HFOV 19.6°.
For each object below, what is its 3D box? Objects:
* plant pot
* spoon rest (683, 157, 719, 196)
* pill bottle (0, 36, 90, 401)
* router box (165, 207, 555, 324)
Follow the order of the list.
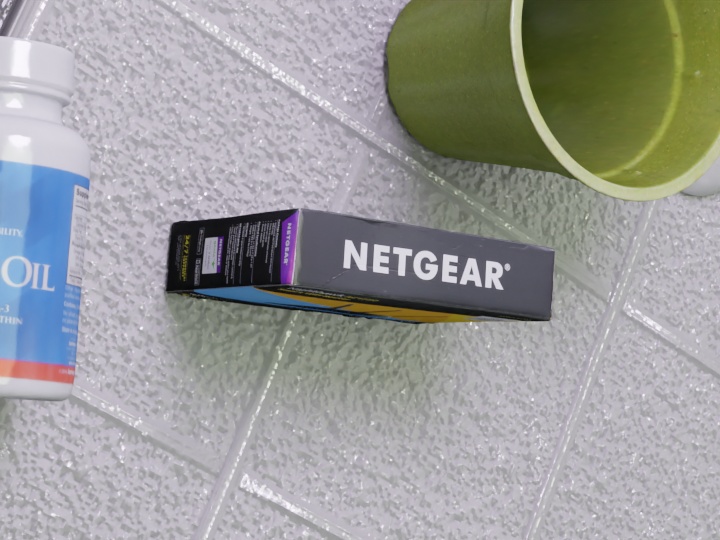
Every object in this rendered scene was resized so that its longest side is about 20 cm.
[{"bbox_3d":[0.119,-0.141,1.374,0.200,0.190,0.201,1,88,-34],"label":"plant pot"},{"bbox_3d":[0.258,-0.155,1.562,0.099,0.061,0.201,-15,110,-33],"label":"spoon rest"},{"bbox_3d":[-0.212,-0.028,1.186,0.112,0.112,0.201,6,84,-35],"label":"pill bottle"},{"bbox_3d":[0.000,0.000,1.311,0.200,0.149,0.051,8,83,-34],"label":"router box"}]
